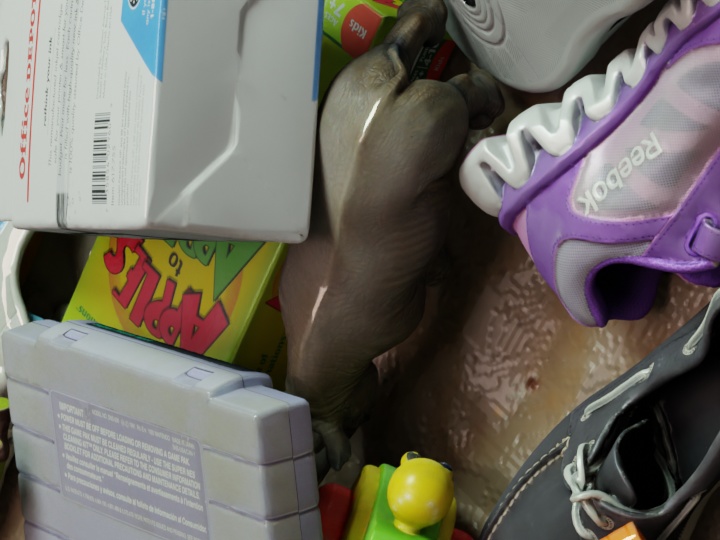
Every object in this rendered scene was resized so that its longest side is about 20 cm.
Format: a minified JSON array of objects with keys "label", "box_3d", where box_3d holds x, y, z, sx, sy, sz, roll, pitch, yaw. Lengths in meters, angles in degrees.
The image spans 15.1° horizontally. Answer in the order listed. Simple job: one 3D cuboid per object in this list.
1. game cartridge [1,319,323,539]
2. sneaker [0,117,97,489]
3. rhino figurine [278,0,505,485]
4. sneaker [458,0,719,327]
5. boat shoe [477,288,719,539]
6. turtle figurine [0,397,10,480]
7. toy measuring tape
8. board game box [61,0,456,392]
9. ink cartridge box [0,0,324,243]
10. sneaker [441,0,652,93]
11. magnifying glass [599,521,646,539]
[{"label":"game cartridge","box_3d":[-0.077,0.093,1.069,0.199,0.038,0.131,14,108,54]},{"label":"sneaker","box_3d":[-0.166,0.038,1.212,0.081,0.076,0.201,27,108,39]},{"label":"rhino figurine","box_3d":[0.000,0.000,1.036,0.059,0.087,0.201,22,120,13]},{"label":"sneaker","box_3d":[0.124,-0.045,0.944,0.200,0.080,0.089,-38,68,41]},{"label":"boat shoe","box_3d":[0.096,0.064,0.968,0.200,0.062,0.073,-44,60,33]},{"label":"turtle figurine","box_3d":[-0.173,0.144,1.147,0.064,0.200,0.162,8,106,11]},{"label":"toy measuring tape","box_3d":[-0.003,0.136,1.070,0.074,0.073,0.201,56,141,30]},{"label":"board game box","box_3d":[-0.044,-0.036,1.118,0.102,0.047,0.201,40,114,37]},{"label":"ink cartridge box","box_3d":[-0.085,-0.071,1.057,0.200,0.067,0.117,-177,91,-65]},{"label":"sneaker","box_3d":[0.100,-0.129,0.979,0.073,0.112,0.200,55,164,-7]},{"label":"magnifying glass","box_3d":[0.016,0.149,0.947,0.199,0.022,0.080,-31,76,6]}]
